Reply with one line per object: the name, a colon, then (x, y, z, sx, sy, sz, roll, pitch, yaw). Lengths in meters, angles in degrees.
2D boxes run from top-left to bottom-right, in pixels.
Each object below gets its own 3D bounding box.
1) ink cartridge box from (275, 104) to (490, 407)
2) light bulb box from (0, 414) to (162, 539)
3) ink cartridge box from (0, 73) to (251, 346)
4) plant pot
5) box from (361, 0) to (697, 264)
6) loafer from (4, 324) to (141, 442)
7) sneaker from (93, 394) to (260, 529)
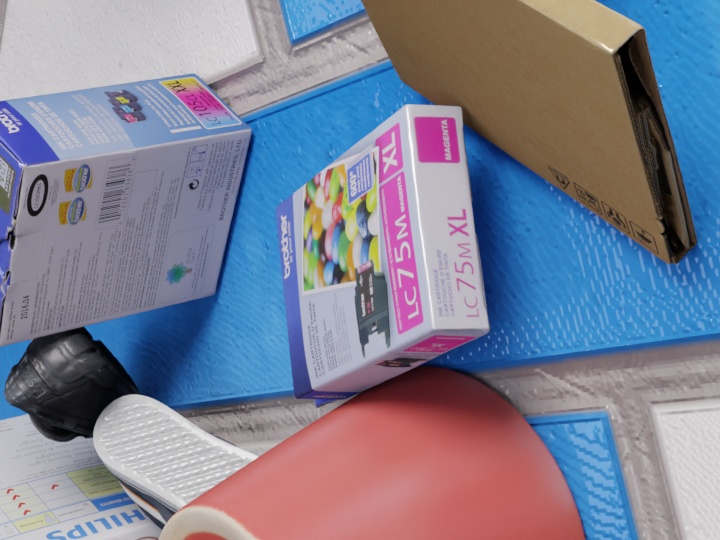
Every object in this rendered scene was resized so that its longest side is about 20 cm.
ink cartridge box: (0.000, 0.000, 0.835, 0.200, 0.042, 0.120, 146, 121, -60)
light bulb box: (-0.263, 0.212, 1.117, 0.200, 0.197, 0.126, 33, 127, 49)
ink cartridge box: (-0.177, -0.038, 0.949, 0.076, 0.199, 0.137, 41, 129, 33)
plant pot: (-0.004, 0.170, 0.831, 0.200, 0.177, 0.202, 20, 116, 46)
box: (0.066, -0.099, 0.708, 0.200, 0.021, 0.164, 40, 169, 35)
loafer: (-0.197, 0.084, 1.048, 0.068, 0.070, 0.201, 52, 174, 14)
sneaker: (-0.086, 0.157, 1.005, 0.200, 0.079, 0.080, 35, 164, 23)
